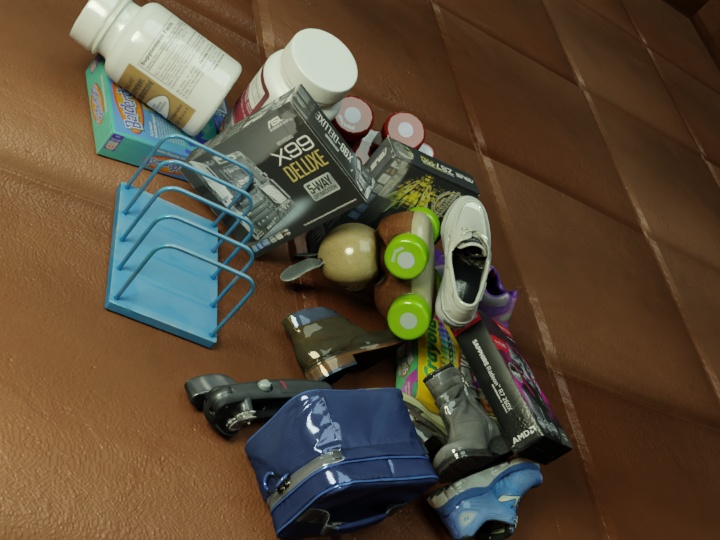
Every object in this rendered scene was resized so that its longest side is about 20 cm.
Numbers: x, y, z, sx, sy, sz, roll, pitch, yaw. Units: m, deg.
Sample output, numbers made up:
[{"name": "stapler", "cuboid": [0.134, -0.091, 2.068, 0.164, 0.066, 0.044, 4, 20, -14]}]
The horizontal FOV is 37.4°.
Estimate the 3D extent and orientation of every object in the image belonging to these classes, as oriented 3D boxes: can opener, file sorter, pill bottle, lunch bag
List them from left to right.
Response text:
[{"name": "pill bottle", "cuboid": [-0.262, -0.273, 1.358, 0.200, 0.114, 0.115, 35, 34, -14]}, {"name": "file sorter", "cuboid": [-0.204, -0.040, 1.248, 0.138, 0.123, 0.201, 24, 39, -28]}, {"name": "can opener", "cuboid": [-0.104, 0.144, 1.213, 0.199, 0.063, 0.079, 4, 51, -45]}, {"name": "pill bottle", "cuboid": [-0.094, -0.217, 1.390, 0.114, 0.200, 0.115, 18, 54, -26]}, {"name": "lunch bag", "cuboid": [-0.021, 0.217, 1.158, 0.199, 0.136, 0.133, 3, 51, -44]}]

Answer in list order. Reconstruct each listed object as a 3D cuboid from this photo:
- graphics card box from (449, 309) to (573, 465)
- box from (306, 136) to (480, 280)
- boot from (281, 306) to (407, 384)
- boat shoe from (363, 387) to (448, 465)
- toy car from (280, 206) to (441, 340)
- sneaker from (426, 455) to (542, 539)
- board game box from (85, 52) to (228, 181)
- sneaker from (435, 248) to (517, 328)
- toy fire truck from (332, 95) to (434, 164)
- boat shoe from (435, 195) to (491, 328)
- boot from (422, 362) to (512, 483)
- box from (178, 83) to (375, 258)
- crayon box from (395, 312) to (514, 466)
[{"name": "graphics card box", "cuboid": [0.198, 0.153, 1.405, 0.125, 0.051, 0.201, 32, 29, -57]}, {"name": "box", "cuboid": [0.045, -0.078, 1.488, 0.161, 0.200, 0.049, 22, 34, -32]}, {"name": "boot", "cuboid": [-0.014, 0.079, 1.371, 0.200, 0.075, 0.097, -16, 69, -52]}, {"name": "boat shoe", "cuboid": [0.061, 0.203, 1.321, 0.199, 0.073, 0.065, 23, 34, -31]}, {"name": "toy car", "cuboid": [0.000, 0.000, 1.404, 0.199, 0.159, 0.164, 0, 17, 11]}, {"name": "sneaker", "cuboid": [0.167, 0.296, 1.352, 0.199, 0.078, 0.090, -11, 73, -45]}, {"name": "board game box", "cuboid": [-0.261, -0.196, 1.421, 0.199, 0.045, 0.153, 16, 44, -38]}, {"name": "sneaker", "cuboid": [0.160, 0.013, 1.601, 0.200, 0.089, 0.080, 43, 33, 23]}, {"name": "toy fire truck", "cuboid": [0.007, -0.150, 1.579, 0.199, 0.112, 0.169, 15, 70, -13]}, {"name": "boat shoe", "cuboid": [0.140, -0.023, 1.395, 0.072, 0.066, 0.201, 21, 57, -8]}, {"name": "boot", "cuboid": [0.111, 0.182, 1.299, 0.132, 0.070, 0.200, 62, 16, 14]}, {"name": "box", "cuboid": [-0.105, -0.120, 1.337, 0.158, 0.199, 0.050, 52, 35, -21]}, {"name": "crayon box", "cuboid": [0.132, 0.148, 1.470, 0.172, 0.058, 0.201, 30, 36, -22]}]
